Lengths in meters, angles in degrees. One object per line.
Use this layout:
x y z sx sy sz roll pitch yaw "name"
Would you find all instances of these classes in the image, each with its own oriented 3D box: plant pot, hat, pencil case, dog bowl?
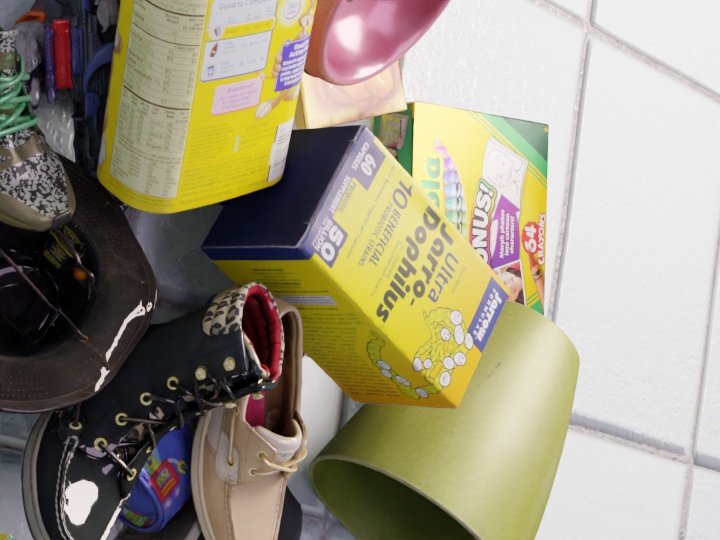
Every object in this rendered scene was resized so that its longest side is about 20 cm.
0.090 0.129 1.497 0.188 0.186 0.201 51 62 -31 "plant pot"
-0.239 0.017 1.248 0.199 0.081 0.203 17 56 -26 "hat"
-0.124 0.097 1.376 0.087 0.078 0.200 50 55 -15 "pencil case"
0.006 -0.221 1.361 0.200 0.074 0.201 -42 159 -19 "dog bowl"

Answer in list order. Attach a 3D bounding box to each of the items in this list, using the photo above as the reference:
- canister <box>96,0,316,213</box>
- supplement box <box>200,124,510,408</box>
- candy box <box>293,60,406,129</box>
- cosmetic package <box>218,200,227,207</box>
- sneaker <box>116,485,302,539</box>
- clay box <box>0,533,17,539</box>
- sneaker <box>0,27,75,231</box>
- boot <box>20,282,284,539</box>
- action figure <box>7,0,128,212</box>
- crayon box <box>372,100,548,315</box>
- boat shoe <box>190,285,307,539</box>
-0.098 -0.149 1.242 0.148 0.086 0.202 -18 132 -41 "canister"
0.000 0.000 1.368 0.200 0.109 0.110 46 60 -35 "supplement box"
-0.034 -0.215 1.490 0.116 0.056 0.202 -17 99 -43 "candy box"
-0.046 -0.047 1.455 0.200 0.082 0.051 37 66 -37 "cosmetic package"
-0.110 0.210 1.387 0.201 0.074 0.107 -53 124 -33 "sneaker"
-0.224 0.225 1.244 0.200 0.114 0.048 46 58 -35 "clay box"
-0.242 -0.119 1.213 0.077 0.088 0.201 -30 86 -38 "sneaker"
-0.135 0.096 1.237 0.074 0.152 0.205 54 28 -31 "boot"
-0.176 -0.133 1.334 0.192 0.104 0.202 -2 104 -38 "action figure"
0.085 -0.033 1.602 0.171 0.058 0.203 4 86 -45 "crayon box"
-0.073 0.114 1.323 0.073 0.069 0.203 -10 103 -48 "boat shoe"
